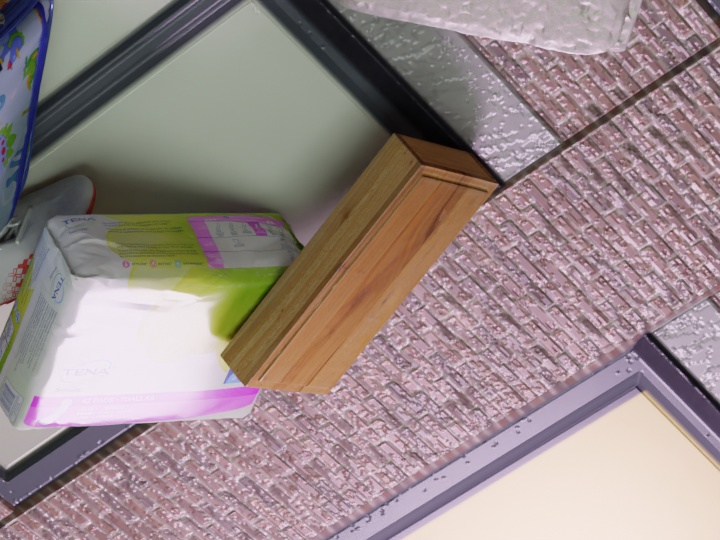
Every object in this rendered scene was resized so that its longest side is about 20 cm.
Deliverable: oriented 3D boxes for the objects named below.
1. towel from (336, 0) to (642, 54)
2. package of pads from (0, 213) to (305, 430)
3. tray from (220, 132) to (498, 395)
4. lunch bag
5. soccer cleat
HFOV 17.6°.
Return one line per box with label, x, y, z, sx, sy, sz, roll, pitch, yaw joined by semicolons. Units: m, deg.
towel;0.092;-0.210;1.475;0.198;0.035;0.133;10;126;-9
package of pads;-0.141;0.033;1.592;0.199;0.068;0.155;-2;134;-34
tray;0.000;0.000;1.582;0.200;0.037;0.098;-52;150;18
lunch bag;-0.261;-0.090;1.472;0.082;0.161;0.201;23;127;8
soccer cleat;-0.264;-0.009;1.598;0.199;0.069;0.085;-34;127;28
